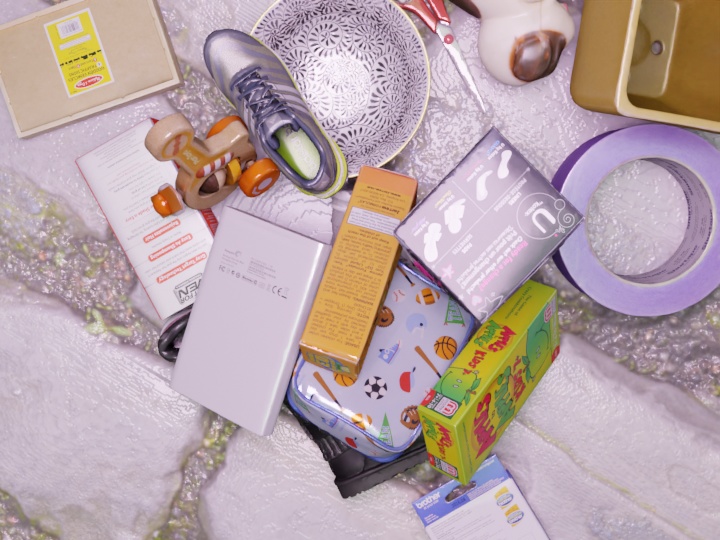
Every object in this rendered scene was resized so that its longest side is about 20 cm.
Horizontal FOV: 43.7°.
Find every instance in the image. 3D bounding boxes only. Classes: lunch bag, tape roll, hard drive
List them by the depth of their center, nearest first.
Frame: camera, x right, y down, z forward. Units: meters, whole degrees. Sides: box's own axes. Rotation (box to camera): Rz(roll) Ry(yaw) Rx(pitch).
[{"bbox_3d":[-0.116,0.049,0.921,0.131,0.026,0.202,21,97,28],"label":"hard drive"},{"bbox_3d":[0.020,0.084,0.945,0.159,0.076,0.201,29,66,5],"label":"lunch bag"},{"bbox_3d":[0.303,-0.055,0.973,0.197,0.085,0.203,0,96,3],"label":"tape roll"}]

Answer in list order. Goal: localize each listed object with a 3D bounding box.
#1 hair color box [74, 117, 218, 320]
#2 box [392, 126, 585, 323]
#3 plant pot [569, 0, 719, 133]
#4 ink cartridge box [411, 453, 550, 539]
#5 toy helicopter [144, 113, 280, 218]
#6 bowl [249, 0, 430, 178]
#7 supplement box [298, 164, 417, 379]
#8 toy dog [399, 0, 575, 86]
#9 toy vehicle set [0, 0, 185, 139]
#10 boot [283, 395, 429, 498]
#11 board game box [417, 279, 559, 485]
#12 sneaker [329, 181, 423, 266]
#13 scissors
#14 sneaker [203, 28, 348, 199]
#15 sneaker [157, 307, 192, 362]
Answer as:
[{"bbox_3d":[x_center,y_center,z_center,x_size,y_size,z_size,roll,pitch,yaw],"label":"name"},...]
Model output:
[{"bbox_3d":[-0.223,-0.058,1.008,0.101,0.061,0.202,-27,93,4],"label":"hair color box"},{"bbox_3d":[0.117,-0.032,0.847,0.115,0.200,0.132,44,93,7],"label":"box"},{"bbox_3d":[0.307,-0.235,0.887,0.193,0.200,0.197,7,96,-13],"label":"plant pot"},{"bbox_3d":[0.156,0.320,1.040,0.119,0.042,0.201,-31,96,5],"label":"ink cartridge box"},{"bbox_3d":[-0.168,-0.104,0.889,0.132,0.200,0.079,-39,77,2],"label":"toy helicopter"},{"bbox_3d":[-0.026,-0.200,0.968,0.198,0.094,0.204,0,96,2],"label":"bowl"},{"bbox_3d":[0.000,0.000,0.897,0.068,0.067,0.202,15,69,6],"label":"supplement box"},{"bbox_3d":[0.148,-0.289,0.924,0.193,0.139,0.201,-34,105,-13],"label":"toy dog"},{"bbox_3d":[-0.312,-0.239,1.011,0.198,0.027,0.126,-17,95,4],"label":"toy vehicle set"},{"bbox_3d":[0.025,0.144,1.008,0.210,0.079,0.159,-28,92,3],"label":"boot"},{"bbox_3d":[0.140,0.112,0.938,0.047,0.102,0.200,21,54,32],"label":"board game box"},{"bbox_3d":[0.059,-0.037,1.002,0.198,0.075,0.083,17,112,6],"label":"sneaker"},{"bbox_3d":[0.097,-0.271,0.994,0.073,0.014,0.200,-41,91,4],"label":"scissors"},{"bbox_3d":[-0.084,-0.158,0.887,0.074,0.081,0.200,-40,92,6],"label":"sneaker"},{"bbox_3d":[-0.137,0.060,1.003,0.198,0.086,0.081,-28,96,5],"label":"sneaker"}]
